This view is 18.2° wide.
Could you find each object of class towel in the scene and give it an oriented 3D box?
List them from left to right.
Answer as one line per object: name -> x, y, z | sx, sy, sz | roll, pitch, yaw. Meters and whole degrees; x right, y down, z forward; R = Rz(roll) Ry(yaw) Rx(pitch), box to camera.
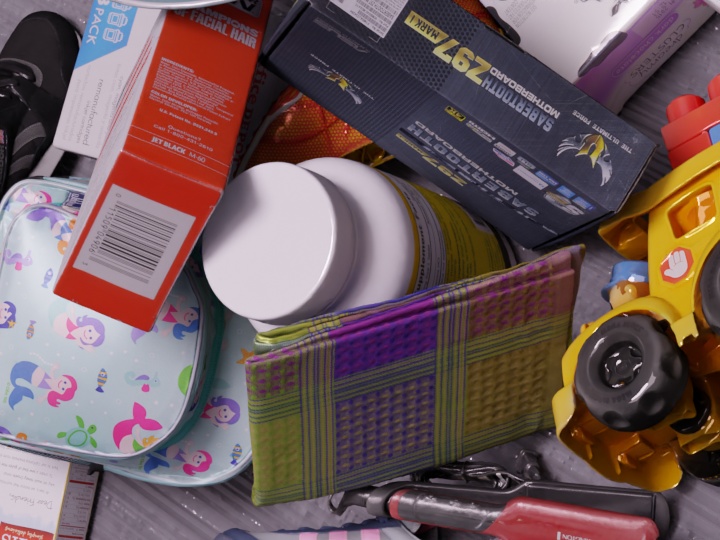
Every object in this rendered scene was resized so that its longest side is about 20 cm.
towel -> 0.031, 0.060, 1.230 | 0.199, 0.144, 0.023 | -17, 49, -14

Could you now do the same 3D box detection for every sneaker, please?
sneaker -> -0.242, -0.093, 1.475 | 0.075, 0.088, 0.201 | 4, 67, 31
sneaker -> 0.003, -0.092, 1.328 | 0.200, 0.073, 0.077 | -42, 73, -6
sneaker -> 0.005, 0.171, 1.320 | 0.199, 0.070, 0.082 | 14, 73, 27

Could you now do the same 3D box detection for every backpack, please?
backpack -> -0.134, 0.040, 1.358 | 0.199, 0.151, 0.178 | 15, 95, 1

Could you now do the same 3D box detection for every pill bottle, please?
pill bottle -> 0.000, 0.000, 1.268 | 0.112, 0.200, 0.113 | -6, 78, 30

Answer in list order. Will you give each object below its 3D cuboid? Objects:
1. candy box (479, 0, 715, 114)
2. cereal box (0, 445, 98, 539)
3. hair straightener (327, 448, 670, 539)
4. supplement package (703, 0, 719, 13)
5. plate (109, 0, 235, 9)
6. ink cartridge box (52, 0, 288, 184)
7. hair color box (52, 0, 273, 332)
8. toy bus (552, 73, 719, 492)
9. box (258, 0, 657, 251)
candy box -> 0.131, -0.218, 1.306 | 0.168, 0.071, 0.200 | -46, 62, 15
cereal box -> -0.230, 0.093, 1.480 | 0.143, 0.039, 0.201 | 10, 86, 32
hair straightener -> 0.078, 0.133, 1.278 | 0.199, 0.077, 0.041 | 2, 110, 19
supplement package -> 0.295, -0.142, 1.149 | 0.200, 0.152, 0.151 | 42, 102, 29
plate -> -0.073, -0.204, 1.289 | 0.199, 0.026, 0.201 | -10, 41, 9
ink cartridge box -> -0.085, -0.107, 1.415 | 0.199, 0.068, 0.116 | 15, 90, 31
hair color box -> -0.108, -0.074, 1.262 | 0.200, 0.064, 0.111 | -82, 18, -51
toy bus -> 0.190, -0.003, 1.208 | 0.200, 0.136, 0.193 | -32, 53, 24
box -> 0.048, -0.092, 1.231 | 0.200, 0.158, 0.051 | 35, 78, -7
